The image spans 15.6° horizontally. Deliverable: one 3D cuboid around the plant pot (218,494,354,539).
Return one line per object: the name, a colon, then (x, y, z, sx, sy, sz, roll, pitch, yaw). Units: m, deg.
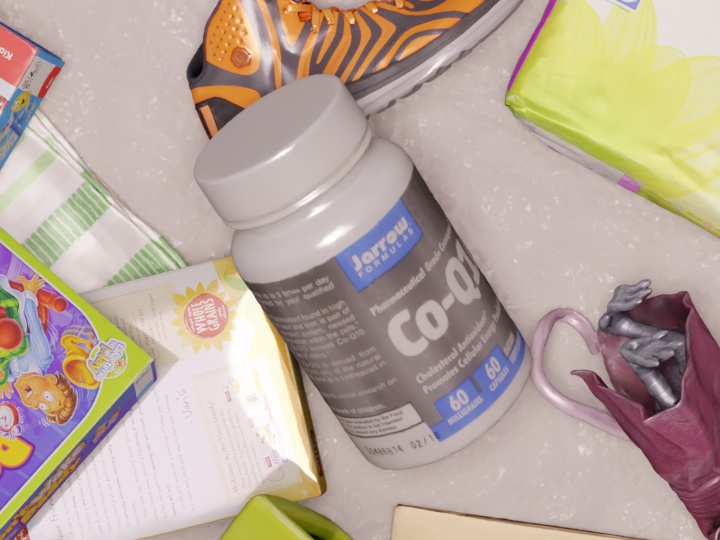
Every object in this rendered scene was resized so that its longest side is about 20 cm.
plant pot: (-0.024, 0.255, 1.403, 0.200, 0.199, 0.182, 40, 89, 14)

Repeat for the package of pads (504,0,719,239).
package of pads: (0.195, -0.108, 1.482, 0.199, 0.068, 0.155, 27, 92, 2)

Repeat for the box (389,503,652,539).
box: (0.086, 0.245, 1.517, 0.162, 0.021, 0.201, 8, 93, 3)

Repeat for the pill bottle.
pill bottle: (0.000, 0.000, 1.437, 0.113, 0.114, 0.200, -33, 113, 2)

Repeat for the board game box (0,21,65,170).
board game box: (-0.304, -0.088, 1.495, 0.199, 0.056, 0.197, 31, 92, 8)

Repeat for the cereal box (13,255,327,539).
cereal box: (-0.131, 0.080, 1.489, 0.199, 0.040, 0.145, -13, 89, 5)

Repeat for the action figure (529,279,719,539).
action figure: (0.190, 0.112, 1.471, 0.148, 0.134, 0.200, -13, 122, 37)

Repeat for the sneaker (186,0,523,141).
sneaker: (-0.011, -0.141, 1.484, 0.199, 0.078, 0.112, -31, 91, 3)

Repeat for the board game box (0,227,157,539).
board game box: (-0.225, 0.084, 1.429, 0.134, 0.045, 0.200, 39, 76, 10)

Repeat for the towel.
towel: (-0.186, 0.013, 1.521, 0.200, 0.023, 0.153, 44, 93, 0)
